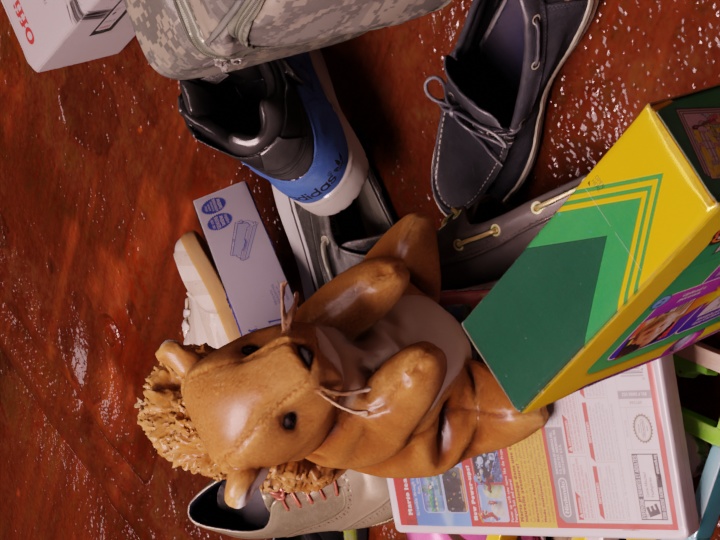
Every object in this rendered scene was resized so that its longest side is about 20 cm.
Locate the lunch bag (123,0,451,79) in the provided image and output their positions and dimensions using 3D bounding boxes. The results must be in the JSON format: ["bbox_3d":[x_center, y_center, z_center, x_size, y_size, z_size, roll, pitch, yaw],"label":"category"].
[{"bbox_3d":[-0.030,-0.200,1.001,0.167,0.199,0.140,-18,91,55],"label":"lunch bag"}]

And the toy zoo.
[{"bbox_3d":[0.141,0.128,0.999,0.131,0.020,0.201,24,100,39],"label":"toy zoo"}]

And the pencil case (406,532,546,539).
[{"bbox_3d":[0.069,0.122,1.100,0.091,0.093,0.201,-67,-32,-76],"label":"pencil case"}]

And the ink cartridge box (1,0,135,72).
[{"bbox_3d":[-0.198,-0.256,1.290,0.200,0.084,0.147,-32,80,54],"label":"ink cartridge box"}]

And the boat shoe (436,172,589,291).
[{"bbox_3d":[0.085,-0.016,1.036,0.200,0.072,0.061,-14,89,42],"label":"boat shoe"}]

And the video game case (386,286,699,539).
[{"bbox_3d":[0.090,0.079,0.997,0.199,0.017,0.144,-5,98,39],"label":"video game case"}]

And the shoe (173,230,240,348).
[{"bbox_3d":[-0.105,0.066,1.306,0.070,0.053,0.201,66,-178,-78],"label":"shoe"}]

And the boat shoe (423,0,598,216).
[{"bbox_3d":[0.075,-0.104,1.023,0.075,0.062,0.201,49,140,24],"label":"boat shoe"}]

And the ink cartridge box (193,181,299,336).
[{"bbox_3d":[-0.061,0.034,1.184,0.200,0.044,0.094,-116,6,-52],"label":"ink cartridge box"}]

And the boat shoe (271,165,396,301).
[{"bbox_3d":[0.000,0.000,1.156,0.064,0.070,0.201,-38,72,52],"label":"boat shoe"}]

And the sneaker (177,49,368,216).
[{"bbox_3d":[-0.074,-0.127,1.131,0.077,0.111,0.200,-40,49,15],"label":"sneaker"}]

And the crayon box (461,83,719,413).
[{"bbox_3d":[0.169,-0.025,0.818,0.058,0.199,0.173,57,141,19],"label":"crayon box"}]

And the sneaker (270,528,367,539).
[{"bbox_3d":[-0.041,0.238,1.302,0.072,0.083,0.201,14,116,49],"label":"sneaker"}]

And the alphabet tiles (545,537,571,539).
[{"bbox_3d":[0.099,0.081,1.118,0.167,0.008,0.201,27,125,44],"label":"alphabet tiles"}]

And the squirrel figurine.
[{"bbox_3d":[-0.036,0.075,0.963,0.200,0.186,0.142,-32,81,38],"label":"squirrel figurine"}]

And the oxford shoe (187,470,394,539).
[{"bbox_3d":[-0.028,0.148,1.183,0.199,0.075,0.071,-22,81,32],"label":"oxford shoe"}]
